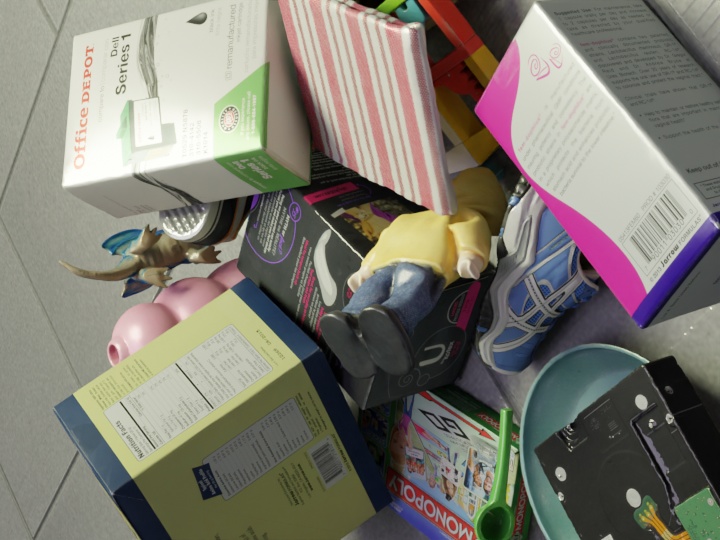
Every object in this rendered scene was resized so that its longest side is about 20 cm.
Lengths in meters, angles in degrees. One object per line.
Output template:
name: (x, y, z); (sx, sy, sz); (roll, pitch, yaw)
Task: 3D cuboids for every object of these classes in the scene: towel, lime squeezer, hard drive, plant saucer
towel: (0.006, -0.135, 1.060); (0.200, 0.030, 0.147); (33, 143, 52)
lime squeezer: (0.098, 0.202, 1.142); (0.071, 0.038, 0.200); (-95, 20, -49)
hard drive: (0.210, 0.176, 0.960); (0.140, 0.038, 0.200); (-50, 60, 47)
plant saucer: (0.196, 0.147, 1.031); (0.200, 0.036, 0.200); (21, 117, 49)

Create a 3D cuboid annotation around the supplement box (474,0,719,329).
supplement box: (0.180, -0.077, 0.931); (0.200, 0.103, 0.101); (56, 139, 25)

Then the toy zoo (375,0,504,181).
toy zoo: (0.048, -0.149, 1.096); (0.200, 0.020, 0.131); (52, 145, -6)

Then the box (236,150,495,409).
box: (0.000, 0.000, 1.190); (0.200, 0.106, 0.122); (46, 134, 36)

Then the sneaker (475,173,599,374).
sneaker: (0.134, 0.011, 1.040); (0.077, 0.076, 0.200); (19, 139, 11)

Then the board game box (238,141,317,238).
board game box: (-0.097, -0.139, 1.330); (0.151, 0.047, 0.200); (44, 133, 37)

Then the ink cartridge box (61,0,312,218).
ink cartridge box: (-0.143, -0.135, 1.181); (0.200, 0.084, 0.146); (-9, 70, 26)

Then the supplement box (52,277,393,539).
supplement box: (-0.113, 0.157, 1.205); (0.134, 0.200, 0.200); (41, 160, 49)

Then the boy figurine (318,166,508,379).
boy figurine: (0.046, -0.005, 1.042); (0.124, 0.200, 0.065); (-12, 116, 40)

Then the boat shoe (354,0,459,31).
boat shoe: (0.058, -0.240, 1.075); (0.200, 0.066, 0.074); (-46, 64, 49)

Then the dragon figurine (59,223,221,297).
dragon figurine: (-0.196, -0.012, 1.307); (0.099, 0.200, 0.059); (-13, 101, 52)

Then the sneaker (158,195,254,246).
sneaker: (-0.117, -0.119, 1.263); (0.078, 0.079, 0.200); (20, 92, 30)

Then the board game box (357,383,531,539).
board game box: (0.068, 0.163, 1.213); (0.200, 0.029, 0.135); (30, 123, 45)

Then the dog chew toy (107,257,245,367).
dog chew toy: (-0.139, 0.058, 1.314); (0.124, 0.200, 0.125); (21, 117, 49)
